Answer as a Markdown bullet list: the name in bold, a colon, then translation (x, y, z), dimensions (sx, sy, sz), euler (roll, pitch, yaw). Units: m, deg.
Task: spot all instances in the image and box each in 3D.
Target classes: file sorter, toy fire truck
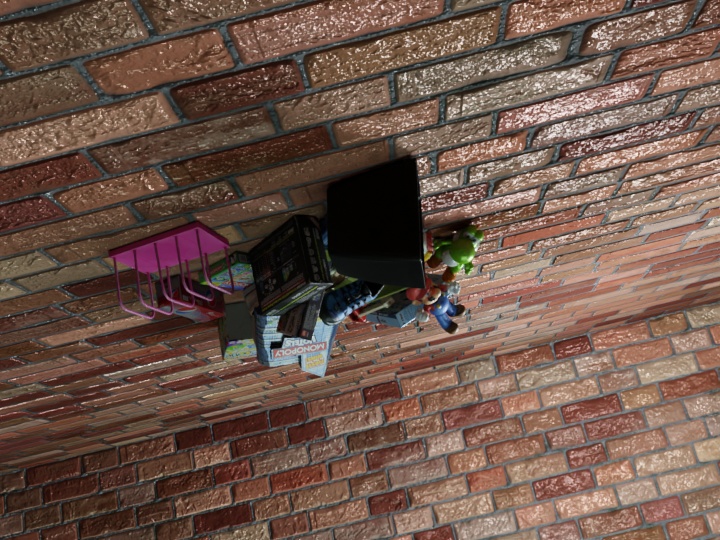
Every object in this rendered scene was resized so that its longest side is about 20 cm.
- **file sorter**: translation (-0.372, 0.008, 1.509), dimensions (0.199, 0.126, 0.139), euler (-17, 162, 12)
- **toy fire truck**: translation (0.062, 0.053, 1.917), dimensions (0.199, 0.142, 0.049), euler (-13, 132, 34)

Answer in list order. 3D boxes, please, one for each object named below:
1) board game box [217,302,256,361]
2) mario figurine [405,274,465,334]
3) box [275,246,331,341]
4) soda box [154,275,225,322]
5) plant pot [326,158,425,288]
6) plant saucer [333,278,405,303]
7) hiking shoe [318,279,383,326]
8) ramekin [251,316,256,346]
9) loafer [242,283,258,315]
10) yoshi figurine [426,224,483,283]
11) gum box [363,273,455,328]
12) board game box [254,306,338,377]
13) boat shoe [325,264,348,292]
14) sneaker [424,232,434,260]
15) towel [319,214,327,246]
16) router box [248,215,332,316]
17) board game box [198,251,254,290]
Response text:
- **board game box**: translation (-0.327, 0.167, 2.056), dimensions (0.102, 0.105, 0.200), euler (-7, 160, -16)
- **mario figurine**: translation (0.192, 0.078, 1.842), dimensions (0.106, 0.124, 0.200), euler (-32, 130, 23)
- **box**: translation (-0.121, 0.046, 1.636), dimensions (0.035, 0.201, 0.110), euler (18, 174, -33)
- **soda box**: translation (-0.398, 0.070, 1.780), dimensions (0.070, 0.064, 0.200), euler (-18, 161, 16)
- **plant pot**: translation (0.031, -0.079, 1.450), dimensions (0.176, 0.201, 0.200), euler (-4, 163, 5)
- **plant saucer**: translation (0.000, 0.000, 1.782), dimensions (0.199, 0.048, 0.199), euler (29, 145, -33)
- **hiking shoe**: translation (-0.023, 0.056, 1.689), dimensions (0.087, 0.075, 0.200), euler (-36, 179, 39)
- **ramekin**: translation (-0.192, 0.125, 1.887), dimensions (0.097, 0.201, 0.200), euler (9, 153, -34)
- **loafer**: translation (-0.199, 0.046, 1.753), dimensions (0.072, 0.063, 0.200), euler (6, 153, -44)
- **yoshi figurine**: translation (0.228, -0.037, 1.838), dimensions (0.112, 0.113, 0.200), euler (2, 154, -20)
- **gum box**: translation (0.128, 0.074, 1.972), dimensions (0.199, 0.045, 0.170), euler (-31, -162, -25)
- **board game box**: translation (-0.144, 0.168, 1.778), dimensions (0.199, 0.062, 0.201), euler (-9, 123, -16)
- **boat shoe**: translation (-0.089, 0.025, 1.724), dimensions (0.074, 0.076, 0.200), euler (23, 149, -29)
- **sneaker**: translation (0.105, -0.041, 1.810), dimensions (0.082, 0.078, 0.200), euler (6, 152, -16)
- **towel**: translation (0.000, -0.084, 1.623), dimensions (0.199, 0.049, 0.112), euler (-4, 161, -28)
- **router box**: translation (-0.150, -0.006, 1.584), dimensions (0.062, 0.151, 0.200), euler (2, 157, -39)
- **board game box**: translation (-0.254, 0.006, 1.745), dimensions (0.134, 0.029, 0.199), euler (-27, 158, 33)
